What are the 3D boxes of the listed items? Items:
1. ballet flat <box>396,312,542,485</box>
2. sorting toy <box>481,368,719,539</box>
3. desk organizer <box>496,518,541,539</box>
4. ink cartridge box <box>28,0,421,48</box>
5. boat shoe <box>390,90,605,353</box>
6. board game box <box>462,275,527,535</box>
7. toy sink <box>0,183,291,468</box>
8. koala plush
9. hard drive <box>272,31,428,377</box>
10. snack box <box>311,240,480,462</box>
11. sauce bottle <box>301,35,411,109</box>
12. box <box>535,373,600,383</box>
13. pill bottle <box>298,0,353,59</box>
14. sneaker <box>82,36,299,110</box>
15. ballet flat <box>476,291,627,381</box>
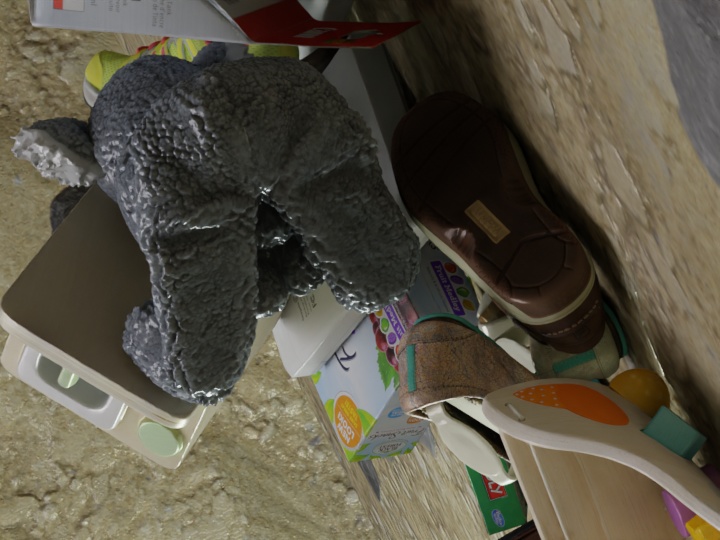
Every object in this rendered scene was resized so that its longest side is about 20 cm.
[{"bbox_3d":[0.095,0.096,1.518,0.200,0.068,0.067,29,-129,-26],"label":"ballet flat"},{"bbox_3d":[0.173,0.153,1.431,0.180,0.107,0.200,34,150,60],"label":"sorting toy"},{"bbox_3d":[0.094,0.221,1.805,0.077,0.200,0.072,61,173,3],"label":"desk organizer"},{"bbox_3d":[-0.075,-0.163,1.600,0.162,0.199,0.050,-41,-47,-75],"label":"ink cartridge box"},{"bbox_3d":[0.078,-0.021,1.551,0.075,0.075,0.202,52,-173,-42],"label":"boat shoe"},{"bbox_3d":[0.080,0.087,1.853,0.200,0.029,0.135,-70,-38,-78],"label":"board game box"},{"bbox_3d":[-0.131,0.030,1.649,0.130,0.200,0.112,30,135,3],"label":"toy sink"},{"bbox_3d":[-0.092,-0.063,1.565,0.200,0.177,0.184,41,153,50],"label":"koala plush"},{"bbox_3d":[-0.017,-0.038,1.698,0.200,0.027,0.132,-51,51,52],"label":"hard drive"},{"bbox_3d":[0.000,0.000,1.756,0.200,0.053,0.142,65,147,29],"label":"snack box"},{"bbox_3d":[-0.002,-0.111,1.846,0.200,0.065,0.065,61,173,30],"label":"sauce bottle"},{"bbox_3d":[0.132,0.101,1.686,0.200,0.049,0.082,54,171,52],"label":"box"},{"bbox_3d":[-0.094,-0.238,1.827,0.200,0.114,0.114,59,172,29],"label":"pill bottle"},{"bbox_3d":[-0.100,-0.127,1.737,0.200,0.078,0.091,15,100,45],"label":"sneaker"},{"bbox_3d":[0.098,0.028,1.616,0.068,0.062,0.200,65,173,-12],"label":"ballet flat"}]
